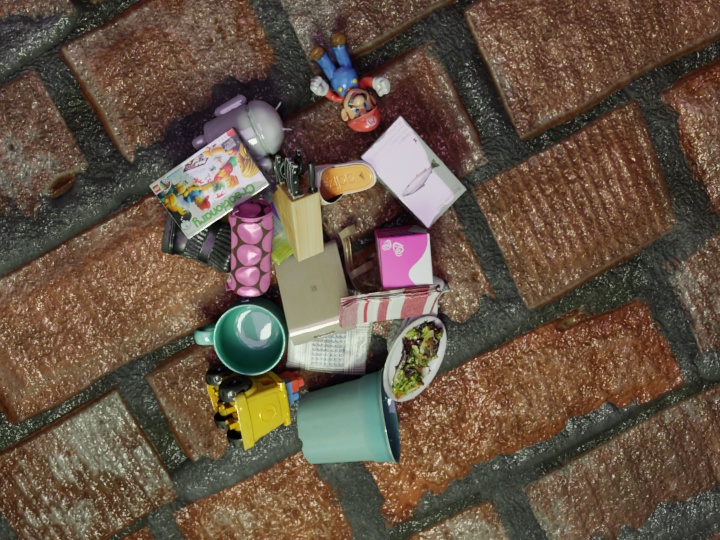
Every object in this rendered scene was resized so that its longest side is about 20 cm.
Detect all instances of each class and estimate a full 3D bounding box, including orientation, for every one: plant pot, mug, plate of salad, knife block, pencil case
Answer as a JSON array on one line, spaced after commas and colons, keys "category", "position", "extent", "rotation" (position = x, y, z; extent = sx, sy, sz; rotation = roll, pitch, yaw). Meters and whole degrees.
[{"category": "plant pot", "position": [-0.026, 0.330, 1.247], "extent": [0.192, 0.200, 0.204], "rotation": [-12, 100, 8]}, {"category": "mug", "position": [-0.244, 0.126, 1.237], "extent": [0.183, 0.114, 0.153], "rotation": [33, 98, -6]}, {"category": "plate of salad", "position": [0.127, 0.196, 1.240], "extent": [0.198, 0.048, 0.204], "rotation": [-20, 122, -36]}, {"category": "knife block", "position": [-0.116, -0.131, 1.135], "extent": [0.063, 0.175, 0.203], "rotation": [-22, 93, -21]}, {"category": "pencil case", "position": [-0.222, -0.042, 1.144], "extent": [0.092, 0.091, 0.203], "rotation": [2, 124, -12]}]

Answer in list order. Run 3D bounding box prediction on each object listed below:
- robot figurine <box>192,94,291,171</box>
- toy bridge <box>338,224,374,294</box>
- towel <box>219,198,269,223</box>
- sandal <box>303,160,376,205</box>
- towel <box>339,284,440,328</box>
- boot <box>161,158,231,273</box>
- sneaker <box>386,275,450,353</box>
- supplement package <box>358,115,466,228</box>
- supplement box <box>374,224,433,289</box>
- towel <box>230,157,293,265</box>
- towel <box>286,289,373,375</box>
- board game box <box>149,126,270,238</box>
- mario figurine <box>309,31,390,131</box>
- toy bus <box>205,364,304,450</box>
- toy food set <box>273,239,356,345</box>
[{"category": "robot figurine", "position": [-0.239, -0.271, 1.168], "extent": [0.197, 0.113, 0.172], "rotation": [-25, 83, 3]}, {"category": "toy bridge", "position": [0.000, 0.000, 1.246], "extent": [0.067, 0.027, 0.203], "rotation": [-30, 84, 48]}, {"category": "towel", "position": [-0.297, -0.138, 1.241], "extent": [0.198, 0.018, 0.087], "rotation": [-29, 94, 5]}, {"category": "sandal", "position": [-0.061, -0.177, 1.164], "extent": [0.204, 0.059, 0.080], "rotation": [-9, 112, 42]}, {"category": "towel", "position": [0.055, 0.074, 1.133], "extent": [0.196, 0.145, 0.023], "rotation": [-8, 68, -5]}, {"category": "boot", "position": [-0.317, -0.112, 1.196], "extent": [0.155, 0.079, 0.215], "rotation": [14, 102, 3]}, {"category": "sneaker", "position": [0.124, 0.104, 1.267], "extent": [0.079, 0.076, 0.202], "rotation": [25, 100, -16]}, {"category": "supplement package", "position": [0.104, -0.202, 1.187], "extent": [0.117, 0.117, 0.200], "rotation": [-45, 98, 4]}, {"category": "supplement box", "position": [0.085, -0.032, 1.173], "extent": [0.099, 0.200, 0.106], "rotation": [-5, 101, -1]}, {"category": "towel", "position": [-0.188, -0.129, 1.213], "extent": [0.143, 0.023, 0.201], "rotation": [-41, 99, -20]}, {"category": "towel", "position": [-0.066, 0.132, 1.283], "extent": [0.189, 0.035, 0.204], "rotation": [7, 99, -2]}, {"category": "board game box", "position": [-0.292, -0.169, 1.118], "extent": [0.198, 0.035, 0.127], "rotation": [-33, 108, 6]}, {"category": "mario figurine", "position": [-0.021, -0.376, 1.156], "extent": [0.123, 0.106, 0.202], "rotation": [-28, 92, 38]}, {"category": "toy bus", "position": [-0.226, 0.268, 1.251], "extent": [0.190, 0.199, 0.138], "rotation": [-19, 111, -30]}, {"category": "toy food set", "position": [-0.098, 0.045, 1.234], "extent": [0.141, 0.060, 0.204], "rotation": [-15, 77, -1]}]
